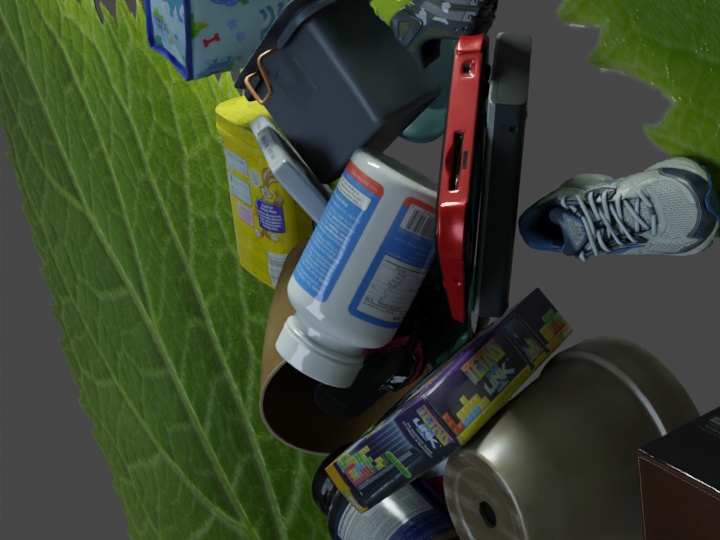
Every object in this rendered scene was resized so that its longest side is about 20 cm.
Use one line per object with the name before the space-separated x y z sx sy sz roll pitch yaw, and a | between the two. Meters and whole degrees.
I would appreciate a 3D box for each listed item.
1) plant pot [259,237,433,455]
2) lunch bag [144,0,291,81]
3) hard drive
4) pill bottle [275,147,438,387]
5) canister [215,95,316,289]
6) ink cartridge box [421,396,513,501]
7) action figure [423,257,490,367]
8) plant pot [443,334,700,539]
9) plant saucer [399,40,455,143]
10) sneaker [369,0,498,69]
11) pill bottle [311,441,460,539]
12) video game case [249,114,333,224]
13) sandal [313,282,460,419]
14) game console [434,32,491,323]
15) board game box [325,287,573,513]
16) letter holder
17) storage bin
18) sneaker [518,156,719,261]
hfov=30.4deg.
plant pot | -0.027 0.061 1.428 0.201 0.184 0.188 -102 17 -44
lunch bag | -0.136 -0.322 1.392 0.127 0.169 0.202 43 142 41
hard drive | 0.121 -0.081 1.132 0.140 0.032 0.202 -76 -11 -57
pill bottle | 0.000 0.000 1.214 0.112 0.112 0.201 41 107 44
canister | -0.100 -0.090 1.557 0.148 0.086 0.202 32 135 51
ink cartridge box | 0.114 0.233 1.371 0.200 0.074 0.166 -34 77 62
action figure | 0.091 0.048 1.323 0.118 0.054 0.202 32 140 49
plant pot | 0.172 0.177 1.125 0.200 0.172 0.202 39 139 44
plant saucer | 0.051 -0.223 1.252 0.200 0.036 0.202 40 139 45
sneaker | 0.096 -0.240 1.104 0.199 0.074 0.082 -28 92 47
pill bottle | 0.036 0.261 1.331 0.200 0.111 0.113 40 139 46
video game case | -0.031 -0.061 1.345 0.200 0.024 0.182 47 -174 -23
sandal | 0.027 0.090 1.286 0.075 0.045 0.200 35 121 -15
game console | 0.091 -0.078 1.114 0.177 0.031 0.202 69 -153 -65
board game box | 0.080 0.115 1.187 0.057 0.200 0.165 49 135 3
letter holder | 0.310 0.210 0.972 0.199 0.100 0.144 26 130 54
storage bin | -0.022 -0.174 1.246 0.135 0.145 0.200 57 151 4
sneaker | 0.198 -0.037 1.042 0.199 0.084 0.078 -7 100 62
